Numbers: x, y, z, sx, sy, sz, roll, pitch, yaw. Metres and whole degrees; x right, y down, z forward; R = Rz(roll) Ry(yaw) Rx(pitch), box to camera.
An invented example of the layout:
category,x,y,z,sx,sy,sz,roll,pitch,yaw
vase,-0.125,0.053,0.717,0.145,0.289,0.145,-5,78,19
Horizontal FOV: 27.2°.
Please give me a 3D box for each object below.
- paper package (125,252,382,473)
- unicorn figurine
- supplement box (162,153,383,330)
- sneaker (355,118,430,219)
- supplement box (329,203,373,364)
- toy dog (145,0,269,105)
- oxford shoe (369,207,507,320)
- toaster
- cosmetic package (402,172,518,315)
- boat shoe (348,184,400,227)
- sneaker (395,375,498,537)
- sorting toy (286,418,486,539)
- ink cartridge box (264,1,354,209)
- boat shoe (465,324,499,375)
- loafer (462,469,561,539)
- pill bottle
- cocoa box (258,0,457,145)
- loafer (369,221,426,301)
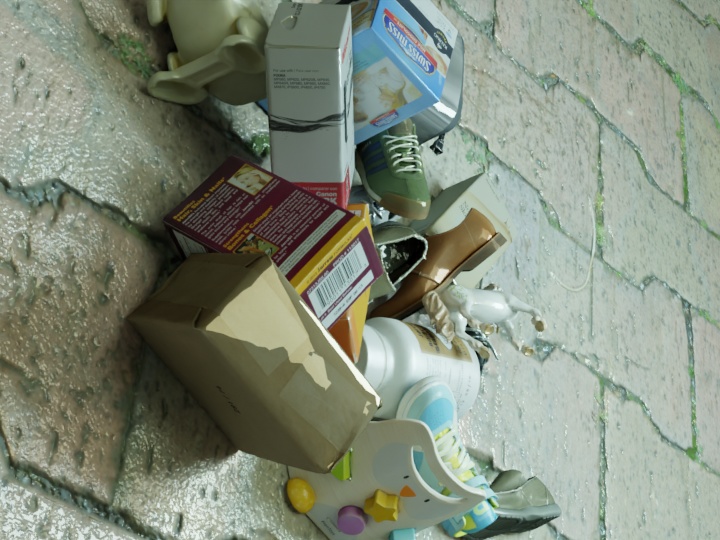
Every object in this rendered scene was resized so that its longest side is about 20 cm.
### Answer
category,x,y,z,sx,sy,sz,roll,pitch,yaw
paper package,-0.107,0.089,1.460,0.104,0.190,0.200,-47,112,-22
unicorn figurine,0.154,0.053,1.770,0.199,0.074,0.137,23,16,-40
supplement box,-0.090,-0.025,1.515,0.110,0.199,0.086,-45,140,-22
sneaker,0.039,-0.141,1.787,0.067,0.090,0.200,4,25,-20
supplement box,-0.026,0.012,1.590,0.201,0.068,0.067,-77,162,-51
toy dog,-0.155,-0.298,1.661,0.193,0.139,0.201,11,62,-50
oxford shoe,0.081,0.000,1.805,0.200,0.071,0.071,-39,91,-11
toaster,0.058,-0.254,1.936,0.129,0.113,0.201,30,52,-35
cosmetic package,0.122,-0.037,1.935,0.104,0.073,0.200,59,37,-12
boat shoe,0.006,-0.071,1.805,0.200,0.068,0.072,-19,87,-55
sneaker,0.106,0.217,1.665,0.079,0.131,0.201,-29,138,-19
sorting toy,0.034,0.225,1.589,0.200,0.179,0.107,49,39,-23
ink cartridge box,-0.053,-0.177,1.626,0.145,0.083,0.201,-81,170,-61
boat shoe,0.135,0.099,1.881,0.074,0.068,0.200,52,38,-21
loafer,0.174,0.288,1.842,0.199,0.075,0.070,11,51,-55
pill bottle,0.038,0.114,1.709,0.199,0.114,0.115,14,61,-48
cocoa box,-0.007,-0.245,1.768,0.133,0.199,0.132,43,42,-28
loafer,0.000,0.000,1.707,0.200,0.069,0.076,-37,113,-33
